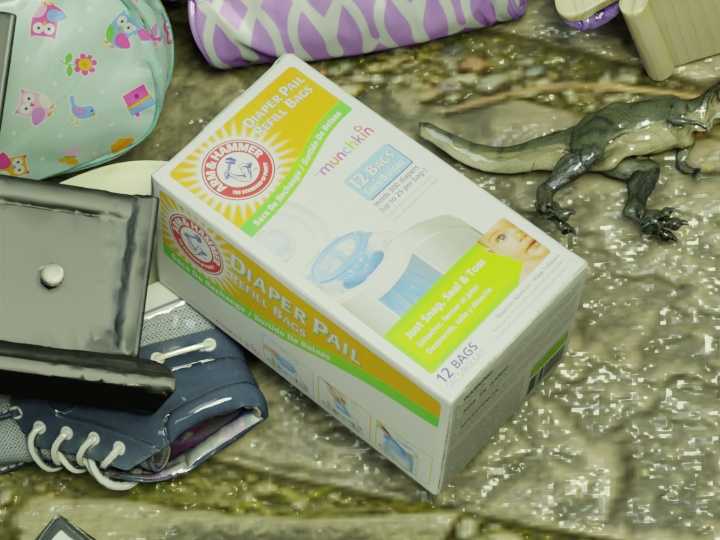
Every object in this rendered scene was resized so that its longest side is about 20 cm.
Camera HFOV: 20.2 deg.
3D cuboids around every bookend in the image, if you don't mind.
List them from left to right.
[{"bbox_3d":[-0.183,-0.041,1.010,0.200,0.092,0.199,9,78,-10],"label":"bookend"}]

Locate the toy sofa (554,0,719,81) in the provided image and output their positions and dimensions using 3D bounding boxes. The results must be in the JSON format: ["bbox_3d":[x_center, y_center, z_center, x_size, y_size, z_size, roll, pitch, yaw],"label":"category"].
[{"bbox_3d":[0.148,-0.211,1.124,0.097,0.083,0.200,-16,65,13],"label":"toy sofa"}]

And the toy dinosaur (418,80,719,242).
[{"bbox_3d":[0.131,-0.058,1.087,0.200,0.047,0.088,-9,51,12],"label":"toy dinosaur"}]

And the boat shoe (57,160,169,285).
[{"bbox_3d":[-0.155,-0.018,1.133,0.201,0.063,0.074,-12,93,-5],"label":"boat shoe"}]

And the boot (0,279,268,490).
[{"bbox_3d":[-0.152,0.083,1.088,0.200,0.073,0.090,-29,58,2],"label":"boot"}]

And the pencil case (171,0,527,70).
[{"bbox_3d":[-0.001,-0.165,1.144,0.200,0.085,0.084,-11,84,13],"label":"pencil case"}]

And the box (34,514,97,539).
[{"bbox_3d":[-0.101,0.213,0.949,0.122,0.200,0.106,37,81,25],"label":"box"}]

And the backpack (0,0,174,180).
[{"bbox_3d":[-0.205,-0.114,1.136,0.200,0.167,0.127,-17,37,-6],"label":"backpack"}]

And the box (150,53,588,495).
[{"bbox_3d":[0.000,0.000,1.040,0.200,0.101,0.112,37,63,19],"label":"box"}]
